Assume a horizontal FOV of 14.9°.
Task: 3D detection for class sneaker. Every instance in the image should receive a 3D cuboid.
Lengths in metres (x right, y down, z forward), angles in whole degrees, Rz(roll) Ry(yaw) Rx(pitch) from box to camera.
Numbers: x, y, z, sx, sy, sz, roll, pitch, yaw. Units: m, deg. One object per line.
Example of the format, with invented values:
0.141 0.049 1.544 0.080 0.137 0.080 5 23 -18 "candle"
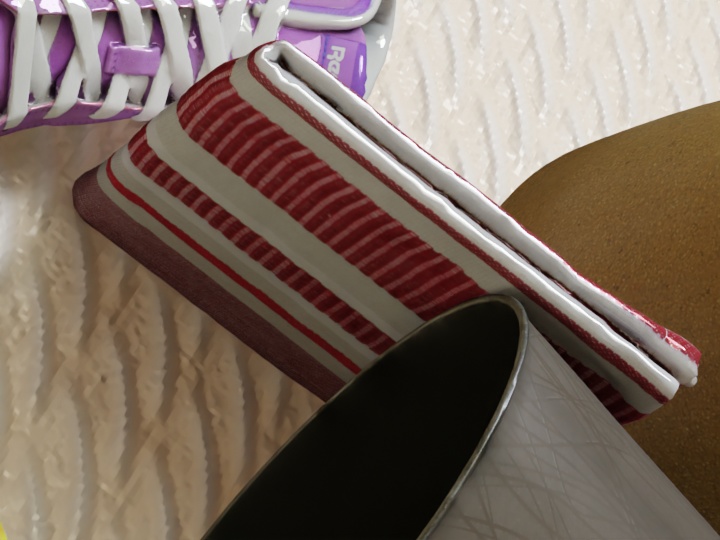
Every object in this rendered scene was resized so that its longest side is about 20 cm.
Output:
-0.061 -0.071 0.816 0.114 0.073 0.200 23 28 26 "sneaker"

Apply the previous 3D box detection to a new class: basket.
0.054 0.133 0.712 0.200 0.180 0.136 39 21 -15 "basket"

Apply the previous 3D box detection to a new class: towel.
0.000 0.000 0.766 0.144 0.200 0.023 37 72 -10 "towel"

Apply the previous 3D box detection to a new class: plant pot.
0.155 0.015 0.830 0.186 0.200 0.187 9 70 -25 "plant pot"

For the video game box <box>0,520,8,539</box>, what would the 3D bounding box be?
-0.185 0.039 0.661 0.200 0.047 0.183 2 58 -48 "video game box"
